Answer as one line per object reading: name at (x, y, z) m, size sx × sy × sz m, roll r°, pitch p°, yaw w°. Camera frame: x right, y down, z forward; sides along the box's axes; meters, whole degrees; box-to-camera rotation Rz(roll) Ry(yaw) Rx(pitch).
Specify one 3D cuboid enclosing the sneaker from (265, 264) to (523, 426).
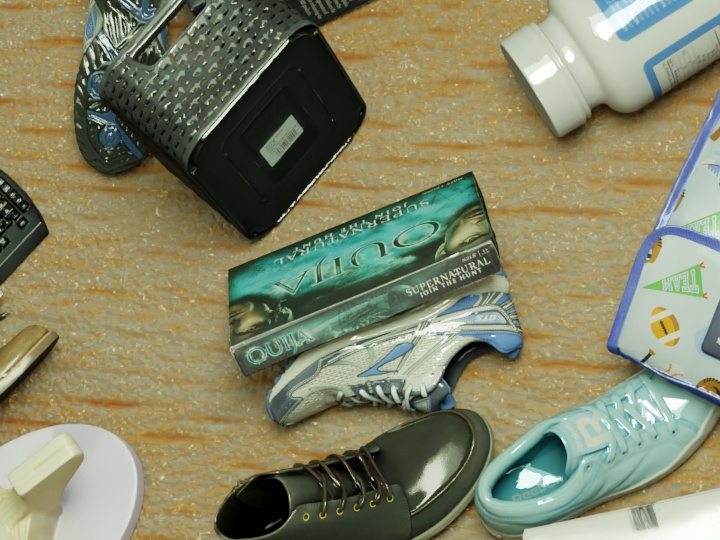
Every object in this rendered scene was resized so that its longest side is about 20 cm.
sneaker at (0.027, 0.069, 1.537) m, size 0.199 × 0.077 × 0.085 m, roll -28°, pitch 77°, yaw 6°

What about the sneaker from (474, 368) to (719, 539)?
sneaker at (0.167, 0.121, 1.483) m, size 0.200 × 0.082 × 0.074 m, roll -36°, pitch 70°, yaw 1°

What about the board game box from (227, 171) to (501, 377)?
board game box at (0.000, 0.000, 1.540) m, size 0.199 × 0.135 × 0.028 m, roll -23°, pitch 113°, yaw 6°

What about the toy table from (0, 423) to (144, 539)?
toy table at (-0.260, 0.183, 1.544) m, size 0.184 × 0.117 × 0.200 m, roll 41°, pitch 89°, yaw 17°

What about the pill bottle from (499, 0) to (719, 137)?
pill bottle at (0.204, -0.184, 1.547) m, size 0.199 × 0.112 × 0.113 m, roll -32°, pitch 70°, yaw 2°

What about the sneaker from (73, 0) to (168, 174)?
sneaker at (-0.177, -0.173, 1.659) m, size 0.075 × 0.077 × 0.201 m, roll 8°, pitch 94°, yaw -1°

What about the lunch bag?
lunch bag at (0.281, 0.000, 1.465) m, size 0.169 × 0.124 × 0.201 m, roll 24°, pitch 78°, yaw 19°

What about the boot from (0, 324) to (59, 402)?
boot at (-0.317, 0.091, 1.604) m, size 0.200 × 0.074 × 0.076 m, roll -36°, pitch 87°, yaw 3°

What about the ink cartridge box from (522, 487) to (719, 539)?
ink cartridge box at (0.219, 0.230, 1.438) m, size 0.199 × 0.084 × 0.147 m, roll -13°, pitch 71°, yaw 10°

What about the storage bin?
storage bin at (-0.088, -0.121, 1.549) m, size 0.094 × 0.200 × 0.135 m, roll 39°, pitch 86°, yaw 21°

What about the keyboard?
keyboard at (-0.323, 0.016, 1.652) m, size 0.104 × 0.040 × 0.200 m, roll 41°, pitch 88°, yaw 21°

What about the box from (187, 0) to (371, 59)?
box at (-0.060, -0.296, 1.638) m, size 0.196 × 0.124 × 0.201 m, roll -24°, pitch 70°, yaw 3°

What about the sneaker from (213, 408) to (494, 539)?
sneaker at (-0.001, 0.153, 1.494) m, size 0.200 × 0.106 × 0.075 m, roll -35°, pitch 58°, yaw 2°
